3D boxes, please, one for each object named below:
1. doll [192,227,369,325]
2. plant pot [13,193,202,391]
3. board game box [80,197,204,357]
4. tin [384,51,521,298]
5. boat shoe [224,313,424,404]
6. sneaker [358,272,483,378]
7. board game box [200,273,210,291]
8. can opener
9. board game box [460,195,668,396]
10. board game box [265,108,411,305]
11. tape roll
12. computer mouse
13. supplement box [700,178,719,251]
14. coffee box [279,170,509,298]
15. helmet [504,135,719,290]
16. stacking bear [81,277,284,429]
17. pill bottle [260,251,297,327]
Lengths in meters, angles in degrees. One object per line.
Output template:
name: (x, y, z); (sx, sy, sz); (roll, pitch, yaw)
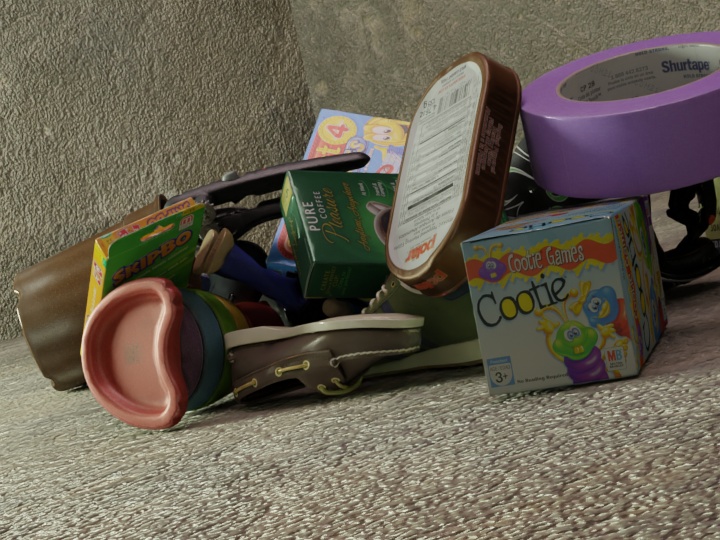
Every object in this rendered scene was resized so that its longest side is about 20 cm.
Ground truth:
doll: (-0.046, 0.025, 1.254); (0.198, 0.049, 0.136); (26, -9, -19)
plant pot: (-0.290, 0.038, 1.684); (0.196, 0.203, 0.200); (-20, 3, 2)
board game box: (-0.190, 0.010, 1.236); (0.095, 0.030, 0.201); (-27, -21, -30)
tin: (0.070, -0.077, 1.106); (0.041, 0.203, 0.112); (23, -28, -23)
boat shoe: (-0.029, 0.070, 1.132); (0.198, 0.061, 0.071); (-9, -8, 38)
sneaker: (0.040, 0.035, 1.167); (0.198, 0.091, 0.067); (-11, 5, 39)
board game box: (-0.050, 0.024, 1.633); (0.198, 0.063, 0.199); (-16, 17, -30)
can opener: (-0.084, -0.068, 1.289); (0.197, 0.064, 0.079); (-18, 17, 8)
board game box: (0.149, 0.012, 1.002); (0.103, 0.105, 0.200); (-10, 4, 19)
board game box: (0.031, -0.051, 1.352); (0.193, 0.202, 0.056); (10, -36, 10)
tape roll: (0.224, -0.123, 1.102); (0.197, 0.067, 0.201); (-13, 21, 5)
computer mouse: (-0.132, 0.046, 1.365); (0.058, 0.201, 0.034); (21, 43, -2)
supplement box: (0.428, -0.127, 1.370); (0.133, 0.203, 0.199); (-14, 4, -26)
coffee box: (0.035, -0.031, 1.234); (0.197, 0.124, 0.044); (0, -46, -19)
helmet: (0.222, -0.063, 1.290); (0.198, 0.203, 0.190); (-15, 10, -34)
stacking bear: (-0.137, 0.068, 1.250); (0.112, 0.124, 0.199); (-4, -2, 34)
pill bottle: (0.000, 0.000, 1.423); (0.198, 0.113, 0.112); (-26, 6, -13)
